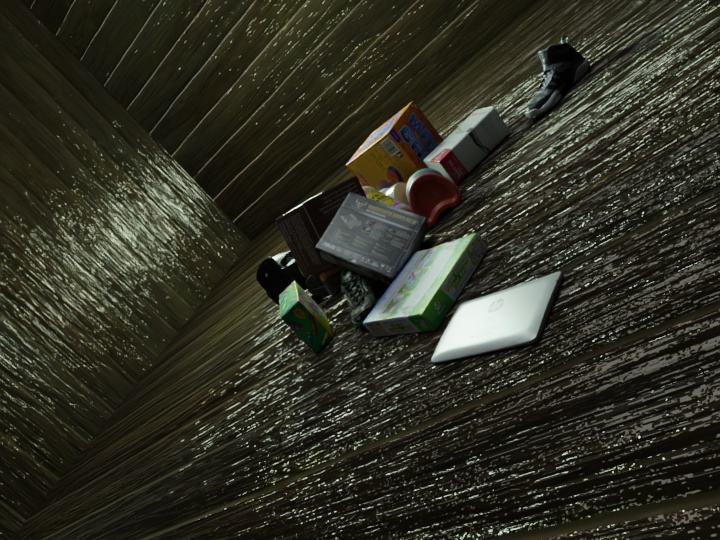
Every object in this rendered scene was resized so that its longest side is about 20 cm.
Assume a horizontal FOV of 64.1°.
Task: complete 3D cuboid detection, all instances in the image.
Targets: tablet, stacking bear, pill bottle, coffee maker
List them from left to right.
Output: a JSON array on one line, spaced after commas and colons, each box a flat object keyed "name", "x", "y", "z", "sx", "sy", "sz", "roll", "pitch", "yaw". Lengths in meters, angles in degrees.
[{"name": "coffee maker", "x": -0.175, "y": 0.019, "z": 1.670, "sx": 0.133, "sy": 0.194, "sz": 0.199, "roll": -22, "pitch": 8, "yaw": 38}, {"name": "pill bottle", "x": 0.036, "y": -0.148, "z": 1.456, "sx": 0.104, "sy": 0.105, "sz": 0.199, "roll": -47, "pitch": 49, "yaw": -13}, {"name": "pill bottle", "x": 0.060, "y": -0.158, "z": 1.585, "sx": 0.199, "sy": 0.110, "sz": 0.110, "roll": -27, "pitch": 22, "yaw": 46}, {"name": "stacking bear", "x": 0.167, "y": -0.200, "z": 1.438, "sx": 0.121, "sy": 0.114, "sz": 0.200, "roll": -40, "pitch": 11, "yaw": 12}, {"name": "tablet", "x": 0.191, "y": 0.070, "z": 0.826, "sx": 0.199, "sy": 0.014, "sz": 0.131, "roll": -25, "pitch": 24, "yaw": 50}]

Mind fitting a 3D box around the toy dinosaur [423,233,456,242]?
[{"name": "toy dinosaur", "x": 0.125, "y": -0.072, "z": 1.285, "sx": 0.106, "sy": 0.061, "sz": 0.200, "roll": -43, "pitch": 15, "yaw": -3}]

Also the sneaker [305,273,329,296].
[{"name": "sneaker", "x": -0.054, "y": -0.001, "z": 1.571, "sx": 0.199, "sy": 0.076, "sz": 0.116, "roll": -27, "pitch": 13, "yaw": 27}]

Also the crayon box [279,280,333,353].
[{"name": "crayon box", "x": -0.132, "y": 0.106, "z": 1.366, "sx": 0.058, "sy": 0.119, "sz": 0.200, "roll": -42, "pitch": 15, "yaw": 1}]

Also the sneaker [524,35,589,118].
[{"name": "sneaker", "x": 0.450, "y": -0.469, "z": 1.387, "sx": 0.200, "sy": 0.114, "sz": 0.075, "roll": -44, "pitch": 15, "yaw": -2}]

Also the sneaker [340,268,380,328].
[{"name": "sneaker", "x": -0.010, "y": 0.052, "z": 1.230, "sx": 0.078, "sy": 0.085, "sz": 0.200, "roll": -38, "pitch": 24, "yaw": 5}]

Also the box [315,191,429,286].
[{"name": "box", "x": 0.025, "y": -0.069, "z": 1.234, "sx": 0.197, "sy": 0.049, "sz": 0.160, "roll": 21, "pitch": 67, "yaw": 25}]

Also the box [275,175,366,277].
[{"name": "box", "x": -0.076, "y": -0.101, "z": 1.396, "sx": 0.165, "sy": 0.166, "sz": 0.199, "roll": -30, "pitch": 7, "yaw": -27}]

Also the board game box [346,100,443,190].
[{"name": "board game box", "x": 0.119, "y": -0.339, "z": 1.737, "sx": 0.199, "sy": 0.200, "sz": 0.201, "roll": -27, "pitch": 22, "yaw": 45}]

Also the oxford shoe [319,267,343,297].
[{"name": "oxford shoe", "x": 0.000, "y": 0.000, "z": 1.435, "sx": 0.198, "sy": 0.074, "sz": 0.071, "roll": -29, "pitch": -17, "yaw": 3}]

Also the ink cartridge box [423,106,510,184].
[{"name": "ink cartridge box", "x": 0.279, "y": -0.327, "z": 1.517, "sx": 0.200, "sy": 0.083, "sz": 0.145, "roll": -43, "pitch": 15, "yaw": 1}]

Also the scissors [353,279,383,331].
[{"name": "scissors", "x": 0.015, "y": 0.066, "z": 1.294, "sx": 0.073, "sy": 0.014, "sz": 0.201, "roll": -12, "pitch": 37, "yaw": 50}]

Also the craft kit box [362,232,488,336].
[{"name": "craft kit box", "x": 0.118, "y": 0.030, "z": 1.067, "sx": 0.201, "sy": 0.049, "sz": 0.197, "roll": -52, "pitch": 14, "yaw": -26}]
